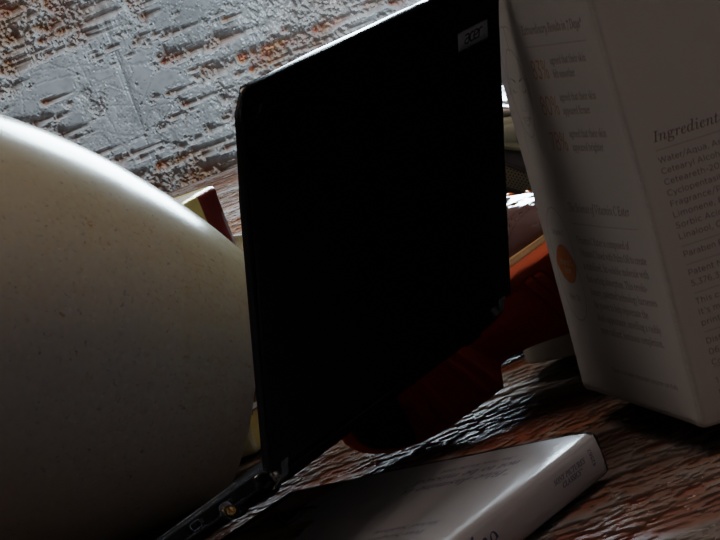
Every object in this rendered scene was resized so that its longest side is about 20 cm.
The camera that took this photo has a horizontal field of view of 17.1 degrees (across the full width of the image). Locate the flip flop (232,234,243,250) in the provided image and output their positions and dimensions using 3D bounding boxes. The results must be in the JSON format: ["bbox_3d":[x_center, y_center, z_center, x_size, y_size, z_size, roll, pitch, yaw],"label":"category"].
[{"bbox_3d":[0.000,0.000,1.096,0.199,0.058,0.081,6,40,33],"label":"flip flop"}]

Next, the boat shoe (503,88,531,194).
[{"bbox_3d":[0.050,-0.047,1.066,0.199,0.074,0.074,12,19,40],"label":"boat shoe"}]

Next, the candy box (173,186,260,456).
[{"bbox_3d":[-0.137,0.047,1.115,0.199,0.116,0.055,-18,7,29],"label":"candy box"}]

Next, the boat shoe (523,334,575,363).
[{"bbox_3d":[0.151,-0.020,0.971,0.199,0.061,0.074,-19,2,16],"label":"boat shoe"}]

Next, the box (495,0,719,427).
[{"bbox_3d":[0.112,-0.062,0.815,0.097,0.202,0.124,-17,7,-11],"label":"box"}]

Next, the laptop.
[{"bbox_3d":[-0.032,0.013,0.804,0.200,0.104,0.177,-36,-3,34],"label":"laptop"}]

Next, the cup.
[{"bbox_3d":[-0.121,0.035,0.980,0.142,0.202,0.200,5,0,-15],"label":"cup"}]

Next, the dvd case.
[{"bbox_3d":[-0.028,0.105,0.753,0.142,0.018,0.200,-15,10,40],"label":"dvd case"}]

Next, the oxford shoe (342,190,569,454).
[{"bbox_3d":[0.063,-0.012,0.929,0.199,0.073,0.071,-32,-37,7],"label":"oxford shoe"}]
